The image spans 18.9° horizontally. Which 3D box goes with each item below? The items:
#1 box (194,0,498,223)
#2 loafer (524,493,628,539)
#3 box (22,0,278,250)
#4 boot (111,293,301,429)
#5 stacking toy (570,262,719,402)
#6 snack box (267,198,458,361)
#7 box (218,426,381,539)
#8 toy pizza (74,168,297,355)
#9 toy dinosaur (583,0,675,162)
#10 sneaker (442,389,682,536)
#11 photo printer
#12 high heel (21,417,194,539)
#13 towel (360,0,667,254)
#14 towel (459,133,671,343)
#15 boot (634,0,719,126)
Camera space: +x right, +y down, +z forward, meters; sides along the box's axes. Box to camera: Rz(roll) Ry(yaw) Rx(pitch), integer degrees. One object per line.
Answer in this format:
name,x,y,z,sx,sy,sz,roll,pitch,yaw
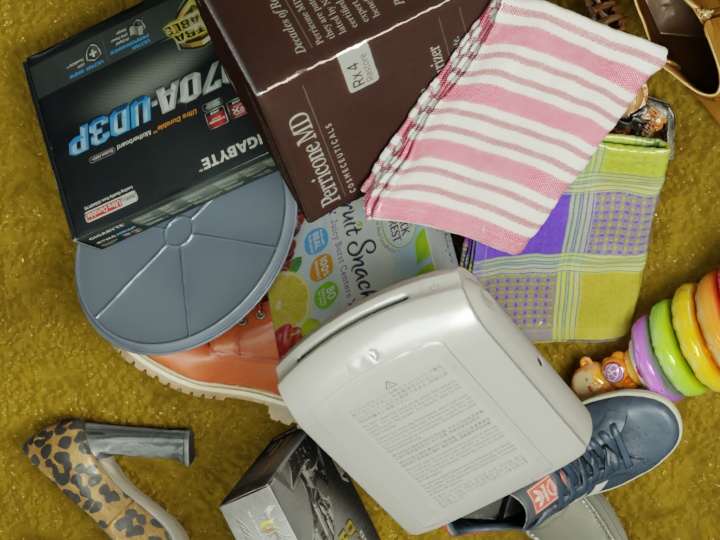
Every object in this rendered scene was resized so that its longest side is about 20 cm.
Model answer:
box,0.003,-0.175,1.505,0.200,0.166,0.164,-27,58,-3
loafer,0.132,0.173,1.694,0.200,0.070,0.070,42,110,0
box,-0.149,-0.127,1.661,0.199,0.046,0.159,-22,74,18
boot,-0.094,0.051,1.703,0.199,0.075,0.108,15,106,-12
stacking toy,0.244,0.057,1.627,0.200,0.110,0.116,-23,100,26
snack box,0.000,0.000,1.619,0.142,0.200,0.053,-28,138,17
box,-0.027,0.235,1.702,0.048,0.158,0.200,-24,97,18
toy pizza,-0.133,-0.024,1.674,0.200,0.032,0.201,-13,60,23
toy dinosaur,0.167,-0.127,1.610,0.135,0.102,0.201,-4,85,-1
sneaker,0.146,0.152,1.605,0.199,0.085,0.075,-24,102,13
photo printer,0.048,0.089,1.520,0.166,0.070,0.200,-29,131,17
high heel,-0.212,0.223,1.782,0.142,0.071,0.201,3,89,6
towel,0.105,-0.096,1.484,0.146,0.030,0.200,12,129,-31
towel,0.148,-0.020,1.605,0.143,0.023,0.200,2,132,-8
boot,0.262,-0.134,1.542,0.071,0.144,0.201,-38,94,20
